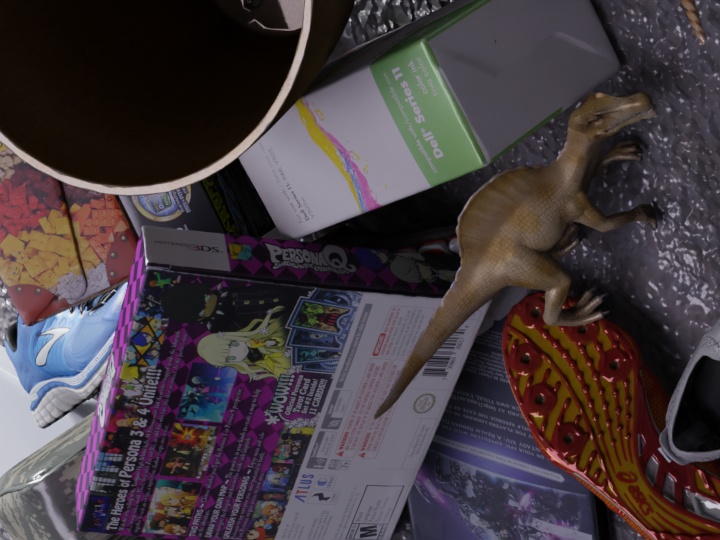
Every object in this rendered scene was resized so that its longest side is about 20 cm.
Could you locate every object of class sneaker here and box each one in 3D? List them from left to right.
[{"bbox_3d":[-0.184,0.035,1.310,0.089,0.078,0.200,55,141,-2],"label":"sneaker"},{"bbox_3d":[0.000,0.000,1.090,0.199,0.082,0.077,-17,133,21],"label":"sneaker"},{"bbox_3d":[0.140,0.096,1.020,0.200,0.073,0.077,52,179,11],"label":"sneaker"},{"bbox_3d":[0.201,0.029,0.906,0.075,0.082,0.201,43,139,15],"label":"sneaker"}]

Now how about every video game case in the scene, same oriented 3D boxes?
[{"bbox_3d":[-0.045,0.067,1.054,0.036,0.180,0.201,-103,24,-45],"label":"video game case"},{"bbox_3d":[0.077,0.103,1.135,0.142,0.019,0.202,15,126,40],"label":"video game case"}]

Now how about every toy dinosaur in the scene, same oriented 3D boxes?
[{"bbox_3d":[0.078,-0.012,0.977,0.200,0.101,0.058,-53,47,17],"label":"toy dinosaur"}]

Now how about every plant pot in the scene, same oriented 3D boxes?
[{"bbox_3d":[-0.073,-0.147,0.952,0.185,0.200,0.188,5,105,19],"label":"plant pot"}]

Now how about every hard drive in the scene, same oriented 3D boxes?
[{"bbox_3d":[-0.222,0.133,1.455,0.199,0.027,0.133,26,132,31],"label":"hard drive"}]

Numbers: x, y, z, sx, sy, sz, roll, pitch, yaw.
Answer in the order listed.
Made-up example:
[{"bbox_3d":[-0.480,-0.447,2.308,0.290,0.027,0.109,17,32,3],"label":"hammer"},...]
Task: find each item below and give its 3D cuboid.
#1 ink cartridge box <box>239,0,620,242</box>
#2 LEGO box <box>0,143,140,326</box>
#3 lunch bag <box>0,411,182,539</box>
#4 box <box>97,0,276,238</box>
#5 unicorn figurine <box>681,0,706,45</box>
[{"bbox_3d":[0.016,-0.079,0.995,0.199,0.117,0.068,-19,103,50],"label":"ink cartridge box"},{"bbox_3d":[-0.168,-0.074,1.125,0.077,0.200,0.150,-24,102,8],"label":"LEGO box"},{"bbox_3d":[-0.093,0.145,1.196,0.168,0.199,0.139,58,155,-5],"label":"lunch bag"},{"bbox_3d":[-0.112,-0.088,1.098,0.044,0.160,0.201,-24,100,9],"label":"box"},{"bbox_3d":[0.067,-0.187,0.895,0.200,0.137,0.074,38,102,53],"label":"unicorn figurine"}]
